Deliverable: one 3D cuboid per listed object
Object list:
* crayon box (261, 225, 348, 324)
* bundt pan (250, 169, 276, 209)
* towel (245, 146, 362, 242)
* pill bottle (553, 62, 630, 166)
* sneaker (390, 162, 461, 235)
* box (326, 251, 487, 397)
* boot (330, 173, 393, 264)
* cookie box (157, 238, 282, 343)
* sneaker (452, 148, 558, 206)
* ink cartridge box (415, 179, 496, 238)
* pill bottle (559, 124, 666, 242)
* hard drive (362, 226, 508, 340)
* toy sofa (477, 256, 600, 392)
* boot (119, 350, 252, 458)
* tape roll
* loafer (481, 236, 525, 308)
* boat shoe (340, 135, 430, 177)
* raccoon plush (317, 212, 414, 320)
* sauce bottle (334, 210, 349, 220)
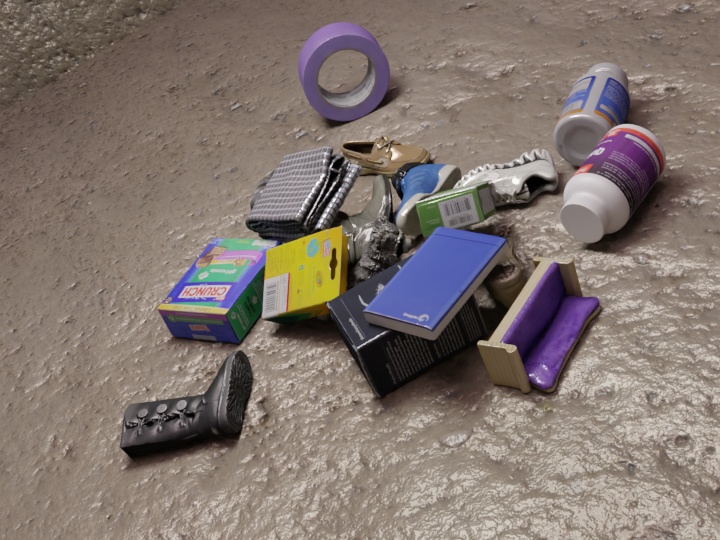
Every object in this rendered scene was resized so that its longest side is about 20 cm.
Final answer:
[{"bbox_3d":[-0.083,0.011,1.601,0.199,0.050,0.129,-15,67,46],"label":"crayon box"},{"bbox_3d":[-0.136,-0.152,1.932,0.199,0.076,0.203,-17,36,12],"label":"bundt pan"},{"bbox_3d":[-0.111,-0.138,1.751,0.199,0.085,0.167,-2,53,53],"label":"towel"},{"bbox_3d":[0.423,-0.286,1.727,0.111,0.113,0.201,-1,40,31],"label":"pill bottle"},{"bbox_3d":[0.093,-0.135,1.759,0.110,0.077,0.200,12,44,33],"label":"sneaker"},{"bbox_3d":[0.069,0.074,1.471,0.198,0.105,0.148,-28,34,-4],"label":"box"},{"bbox_3d":[-0.005,-0.092,1.721,0.129,0.068,0.202,-3,52,3],"label":"boot"},{"bbox_3d":[-0.244,0.033,1.751,0.169,0.076,0.201,2,43,33],"label":"cookie box"},{"bbox_3d":[0.253,-0.147,1.688,0.198,0.076,0.082,-21,43,6],"label":"sneaker"},{"bbox_3d":[0.164,-0.105,1.590,0.103,0.060,0.200,-14,5,16],"label":"ink cartridge box"},{"bbox_3d":[0.401,-0.137,1.539,0.112,0.113,0.200,12,48,42],"label":"pill bottle"},{"bbox_3d":[0.111,0.014,1.409,0.131,0.026,0.200,12,48,41],"label":"hard drive"},{"bbox_3d":[0.259,0.074,1.371,0.097,0.083,0.200,7,45,40],"label":"toy sofa"},{"bbox_3d":[-0.282,0.214,1.550,0.198,0.066,0.166,-17,33,19],"label":"boot"},{"bbox_3d":[-0.038,-0.445,2.151,0.198,0.201,0.085,-23,34,3],"label":"tape roll"},{"bbox_3d":[0.219,0.005,1.508,0.075,0.069,0.200,-17,19,8],"label":"loafer"},{"bbox_3d":[0.046,-0.233,1.934,0.198,0.065,0.072,0,41,33],"label":"boat shoe"},{"bbox_3d":[0.000,0.000,1.586,0.198,0.135,0.097,-28,35,-6],"label":"raccoon plush"},{"bbox_3d":[-0.089,-0.027,1.746,0.064,0.065,0.200,17,54,45],"label":"sauce bottle"}]
